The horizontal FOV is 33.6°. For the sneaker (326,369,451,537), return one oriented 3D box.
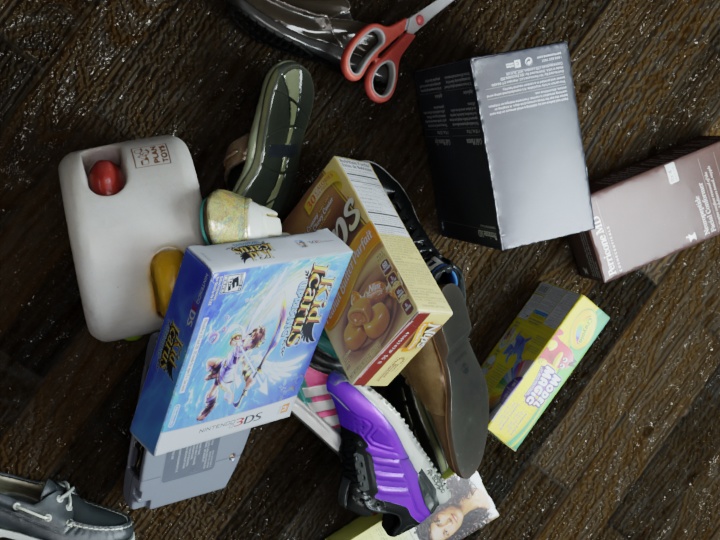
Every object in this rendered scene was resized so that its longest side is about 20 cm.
[{"bbox_3d":[0.010,0.196,1.213,0.099,0.069,0.201,-40,115,-12],"label":"sneaker"}]

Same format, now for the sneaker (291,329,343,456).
[{"bbox_3d":[-0.011,0.119,1.270,0.200,0.084,0.121,43,95,-12],"label":"sneaker"}]

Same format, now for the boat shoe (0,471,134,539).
[{"bbox_3d":[-0.324,0.241,1.210,0.197,0.076,0.061,10,99,-15],"label":"boat shoe"}]

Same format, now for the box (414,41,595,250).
[{"bbox_3d":[0.142,-0.127,1.217,0.102,0.200,0.185,-11,99,-12],"label":"box"}]

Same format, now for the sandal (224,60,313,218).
[{"bbox_3d":[-0.103,-0.118,1.226,0.079,0.057,0.204,4,108,-54],"label":"sandal"}]

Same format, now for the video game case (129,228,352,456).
[{"bbox_3d":[-0.110,0.065,1.115,0.180,0.045,0.202,-11,130,-49],"label":"video game case"}]

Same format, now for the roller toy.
[{"bbox_3d":[-0.209,-0.033,1.150,0.137,0.200,0.186,-11,86,-12],"label":"roller toy"}]

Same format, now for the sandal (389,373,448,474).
[{"bbox_3d":[0.065,0.125,1.291,0.057,0.079,0.204,-18,99,-24],"label":"sandal"}]

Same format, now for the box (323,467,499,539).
[{"bbox_3d":[0.050,0.287,1.315,0.198,0.050,0.076,-32,102,-8],"label":"box"}]

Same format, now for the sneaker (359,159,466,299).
[{"bbox_3d":[0.056,-0.026,1.249,0.072,0.112,0.202,-31,104,-17],"label":"sneaker"}]

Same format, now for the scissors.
[{"bbox_3d":[0.050,-0.258,1.233,0.073,0.014,0.201,48,67,-27],"label":"scissors"}]

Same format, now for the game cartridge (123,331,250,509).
[{"bbox_3d":[-0.165,0.142,1.205,0.132,0.040,0.203,-6,122,-38],"label":"game cartridge"}]

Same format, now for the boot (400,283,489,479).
[{"bbox_3d":[0.079,0.112,1.208,0.073,0.074,0.204,-26,108,-53],"label":"boot"}]

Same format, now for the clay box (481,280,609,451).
[{"bbox_3d":[0.175,0.111,1.292,0.047,0.115,0.201,36,88,-15],"label":"clay box"}]

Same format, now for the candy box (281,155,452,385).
[{"bbox_3d":[0.000,0.000,1.188,0.055,0.202,0.116,6,136,-44],"label":"candy box"}]

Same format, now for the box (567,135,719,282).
[{"bbox_3d":[0.330,-0.071,1.332,0.197,0.075,0.102,-23,101,-8],"label":"box"}]

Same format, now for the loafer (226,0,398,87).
[{"bbox_3d":[-0.045,-0.255,1.232,0.197,0.073,0.072,20,87,-24],"label":"loafer"}]

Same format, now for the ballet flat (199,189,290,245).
[{"bbox_3d":[-0.101,-0.031,1.139,0.069,0.200,0.072,-2,75,6],"label":"ballet flat"}]
